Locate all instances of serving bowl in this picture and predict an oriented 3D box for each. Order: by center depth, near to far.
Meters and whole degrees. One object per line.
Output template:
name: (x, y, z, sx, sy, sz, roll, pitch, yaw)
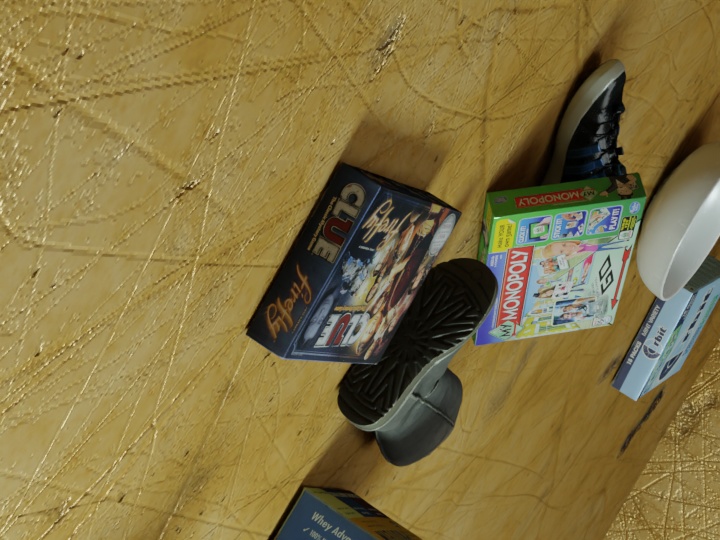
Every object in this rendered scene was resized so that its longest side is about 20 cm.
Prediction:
serving bowl: (0.371, -0.067, 2.169, 0.200, 0.066, 0.201, -50, 160, -26)

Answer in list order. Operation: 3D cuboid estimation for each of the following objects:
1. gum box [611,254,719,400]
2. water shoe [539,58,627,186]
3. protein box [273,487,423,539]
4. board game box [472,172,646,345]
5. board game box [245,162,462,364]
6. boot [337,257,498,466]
gum box: (0.424, 0.075, 2.569, 0.200, 0.044, 0.171, -18, 137, -62)
water shoe: (0.213, -0.094, 1.688, 0.071, 0.079, 0.201, -38, 153, -48)
protein box: (-0.002, 0.321, 1.604, 0.201, 0.198, 0.135, -59, 162, 2)
board game box: (0.169, -0.007, 1.666, 0.134, 0.029, 0.200, -9, 147, -8)
board game box: (0.000, 0.000, 1.356, 0.136, 0.034, 0.200, -60, 162, 7)
boot: (0.063, 0.083, 1.599, 0.182, 0.073, 0.200, -45, 155, 2)
